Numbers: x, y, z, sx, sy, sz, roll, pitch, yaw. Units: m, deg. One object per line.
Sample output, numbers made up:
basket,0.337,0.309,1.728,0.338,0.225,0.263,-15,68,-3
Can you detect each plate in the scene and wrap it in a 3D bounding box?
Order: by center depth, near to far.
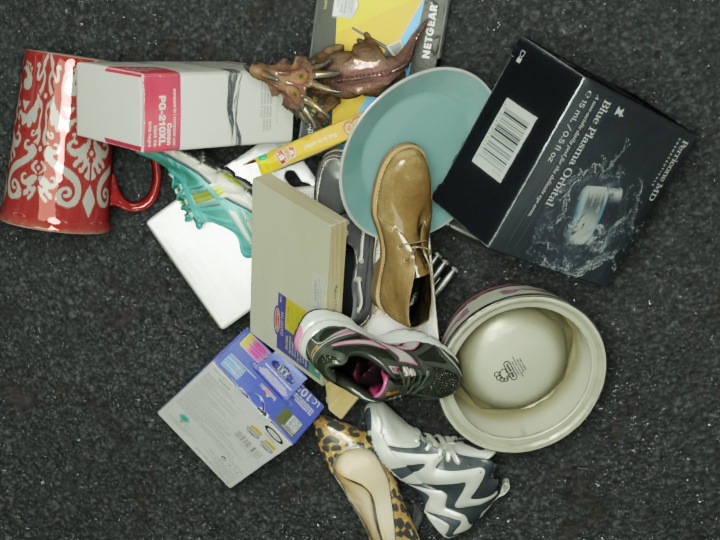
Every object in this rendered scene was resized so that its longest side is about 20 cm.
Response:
plate,0.061,-0.124,1.206,0.199,0.026,0.201,-17,129,-22

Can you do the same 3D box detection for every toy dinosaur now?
toy dinosaur,-0.012,-0.207,1.216,0.198,0.136,0.086,-18,96,6

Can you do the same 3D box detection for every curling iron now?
curling iron,0.091,-0.053,1.352,0.198,0.026,0.050,18,126,1

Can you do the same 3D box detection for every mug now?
mug,-0.337,-0.154,1.370,0.133,0.177,0.202,16,103,43

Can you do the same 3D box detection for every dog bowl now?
dog bowl,0.178,0.105,1.320,0.198,0.074,0.202,-3,113,-7

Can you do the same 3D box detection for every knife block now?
knife block,0.039,0.066,1.361,0.174,0.064,0.202,-5,97,13

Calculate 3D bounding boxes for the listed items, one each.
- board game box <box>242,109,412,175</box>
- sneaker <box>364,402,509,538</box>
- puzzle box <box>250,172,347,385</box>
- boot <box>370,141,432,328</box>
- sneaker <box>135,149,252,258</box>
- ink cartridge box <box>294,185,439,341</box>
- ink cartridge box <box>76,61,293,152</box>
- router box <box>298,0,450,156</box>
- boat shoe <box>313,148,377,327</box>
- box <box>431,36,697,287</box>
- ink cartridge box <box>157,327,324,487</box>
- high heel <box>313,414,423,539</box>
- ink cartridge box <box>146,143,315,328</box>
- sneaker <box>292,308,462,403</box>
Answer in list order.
board game box,-0.028,-0.149,1.260,0.199,0.096,0.030,-18,96,16
sneaker,0.103,0.214,1.378,0.129,0.080,0.200,-34,95,13
puzzle box,-0.070,0.010,1.239,0.133,0.025,0.201,32,131,38
boot,0.055,-0.033,1.196,0.073,0.075,0.201,-11,120,-22
sneaker,-0.184,-0.090,1.328,0.199,0.078,0.080,36,100,-4
ink cartridge box,0.000,0.000,1.305,0.175,0.045,0.202,-4,93,13
ink cartridge box,-0.191,-0.184,1.260,0.144,0.199,0.085,18,111,46
router box,0.015,-0.224,1.311,0.148,0.051,0.202,10,105,7
boat shoe,-0.018,-0.033,1.252,0.072,0.063,0.202,-4,93,13
box,0.218,-0.110,1.219,0.199,0.117,0.198,16,110,-39
ink cartridge box,-0.137,0.161,1.363,0.137,0.076,0.200,46,139,-3
high heel,0.003,0.263,1.372,0.071,0.143,0.200,-41,93,15
ink cartridge box,-0.133,-0.050,1.390,0.199,0.047,0.161,-35,94,-2
sneaker,0.024,0.110,1.203,0.199,0.086,0.081,13,115,-28
